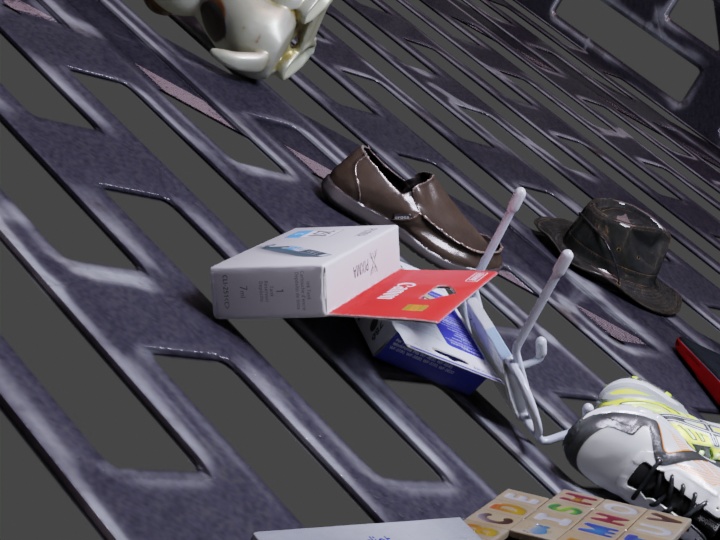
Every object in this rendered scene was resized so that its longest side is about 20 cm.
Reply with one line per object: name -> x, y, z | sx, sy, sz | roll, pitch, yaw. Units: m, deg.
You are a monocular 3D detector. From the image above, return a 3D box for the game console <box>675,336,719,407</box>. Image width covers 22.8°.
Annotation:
game console -> 0.445, 0.143, 1.912 | 0.200, 0.031, 0.177 | 24, 18, -22

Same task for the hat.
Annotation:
hat -> 0.308, -0.035, 2.101 | 0.201, 0.081, 0.201 | 28, 16, -9

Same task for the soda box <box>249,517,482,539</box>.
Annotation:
soda box -> 0.007, 0.186, 0.999 | 0.068, 0.063, 0.200 | 42, 21, 31

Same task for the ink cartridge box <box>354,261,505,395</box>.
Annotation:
ink cartridge box -> 0.045, 0.046, 1.502 | 0.099, 0.039, 0.200 | 23, 17, -23

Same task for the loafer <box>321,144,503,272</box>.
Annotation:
loafer -> 0.061, -0.059, 1.771 | 0.200, 0.071, 0.073 | 27, 17, -10

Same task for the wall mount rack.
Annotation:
wall mount rack -> 0.135, 0.040, 1.474 | 0.075, 0.174, 0.200 | -19, 31, -7

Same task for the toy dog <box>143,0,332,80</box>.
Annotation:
toy dog -> -0.156, -0.306, 2.052 | 0.200, 0.140, 0.194 | 35, 54, 9

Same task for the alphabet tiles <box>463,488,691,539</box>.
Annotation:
alphabet tiles -> 0.160, 0.186, 1.239 | 0.167, 0.008, 0.200 | 11, 10, 21

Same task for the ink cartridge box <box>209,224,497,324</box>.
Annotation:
ink cartridge box -> 0.000, 0.000, 1.401 | 0.176, 0.045, 0.200 | 0, 10, 17

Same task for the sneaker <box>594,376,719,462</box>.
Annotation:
sneaker -> 0.289, 0.165, 1.540 | 0.200, 0.075, 0.076 | 24, 22, 14

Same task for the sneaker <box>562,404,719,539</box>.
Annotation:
sneaker -> 0.254, 0.173, 1.436 | 0.200, 0.074, 0.080 | 25, 20, -16
